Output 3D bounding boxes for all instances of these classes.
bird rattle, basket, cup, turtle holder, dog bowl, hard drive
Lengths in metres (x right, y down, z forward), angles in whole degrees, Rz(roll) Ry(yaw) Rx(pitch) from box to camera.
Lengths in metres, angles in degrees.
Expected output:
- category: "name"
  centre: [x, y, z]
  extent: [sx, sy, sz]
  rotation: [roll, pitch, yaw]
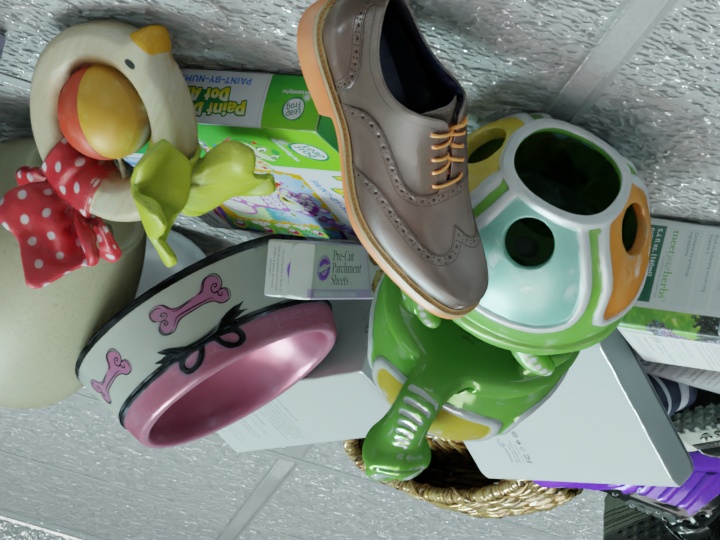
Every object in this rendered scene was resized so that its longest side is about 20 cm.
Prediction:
- category: "bird rattle"
  centre: [-0.155, -0.079, 1.514]
  extent: [0.112, 0.164, 0.200]
  rotation: [-20, -166, -41]
- category: "basket"
  centre: [0.075, 0.117, 1.932]
  extent: [0.199, 0.143, 0.149]
  rotation: [4, 161, 34]
- category: "cup"
  centre: [-0.237, -0.019, 1.738]
  extent: [0.200, 0.201, 0.143]
  rotation: [24, 138, -28]
- category: "turtle holder"
  centre: [0.096, -0.041, 1.452]
  extent: [0.186, 0.141, 0.132]
  rotation: [51, 153, 16]
- category: "dog bowl"
  centre: [-0.106, 0.058, 1.743]
  extent: [0.074, 0.200, 0.200]
  rotation: [58, 171, 16]
- category: "hard drive"
  centre: [0.133, 0.094, 1.692]
  extent: [0.200, 0.027, 0.132]
  rotation: [-3, 123, 52]
- category: "turtle holder"
  centre: [0.072, 0.057, 1.558]
  extent: [0.140, 0.186, 0.132]
  rotation: [10, 139, -14]

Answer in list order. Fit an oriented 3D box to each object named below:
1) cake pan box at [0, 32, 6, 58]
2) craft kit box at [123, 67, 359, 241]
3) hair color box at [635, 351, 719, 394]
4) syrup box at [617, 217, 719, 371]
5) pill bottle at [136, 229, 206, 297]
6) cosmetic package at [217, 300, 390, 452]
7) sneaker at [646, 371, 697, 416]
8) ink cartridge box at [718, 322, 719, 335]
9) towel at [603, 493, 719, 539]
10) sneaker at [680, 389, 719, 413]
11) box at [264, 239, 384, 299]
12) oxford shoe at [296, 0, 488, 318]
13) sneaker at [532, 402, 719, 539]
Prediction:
- category: "cake pan box"
  centre: [-0.306, -0.064, 1.613]
  extent: [0.052, 0.185, 0.200]
  rotation: [16, 163, -20]
- category: "craft kit box"
  centre: [-0.063, -0.077, 1.600]
  extent: [0.197, 0.049, 0.200]
  rotation: [3, 160, 30]
- category: "hair color box"
  centre: [0.224, 0.037, 1.679]
  extent: [0.199, 0.061, 0.099]
  rotation: [15, 164, -2]
- category: "syrup box"
  centre: [0.277, 0.025, 1.554]
  extent: [0.199, 0.079, 0.081]
  rotation: [8, 162, 26]
- category: "pill bottle"
  centre: [-0.177, 0.041, 1.968]
  extent: [0.112, 0.112, 0.200]
  rotation: [16, 164, -1]
- category: "cosmetic package"
  centre: [-0.031, 0.072, 1.875]
  extent: [0.200, 0.113, 0.081]
  rotation: [-13, 131, 41]
- category: "sneaker"
  centre: [0.167, 0.061, 1.787]
  extent: [0.200, 0.108, 0.070]
  rotation: [39, 141, 42]
- category: "ink cartridge box"
  centre: [0.326, -0.006, 1.288]
  extent: [0.199, 0.145, 0.145]
  rotation: [20, 163, -20]
- category: "towel"
  centre: [0.271, 0.206, 1.813]
  extent: [0.200, 0.193, 0.035]
  rotation: [-24, 119, 24]
- category: "sneaker"
  centre: [0.208, 0.113, 1.877]
  extent: [0.199, 0.073, 0.085]
  rotation: [7, 173, -23]
- category: "box"
  centre: [0.000, 0.000, 1.678]
  extent: [0.039, 0.042, 0.200]
  rotation: [6, -179, 29]
- category: "oxford shoe"
  centre: [0.031, -0.064, 1.344]
  extent: [0.073, 0.071, 0.200]
  rotation: [-9, 111, 49]
- category: "sneaker"
  centre: [0.225, 0.160, 1.777]
  extent: [0.199, 0.100, 0.070]
  rotation: [-9, -166, 13]
